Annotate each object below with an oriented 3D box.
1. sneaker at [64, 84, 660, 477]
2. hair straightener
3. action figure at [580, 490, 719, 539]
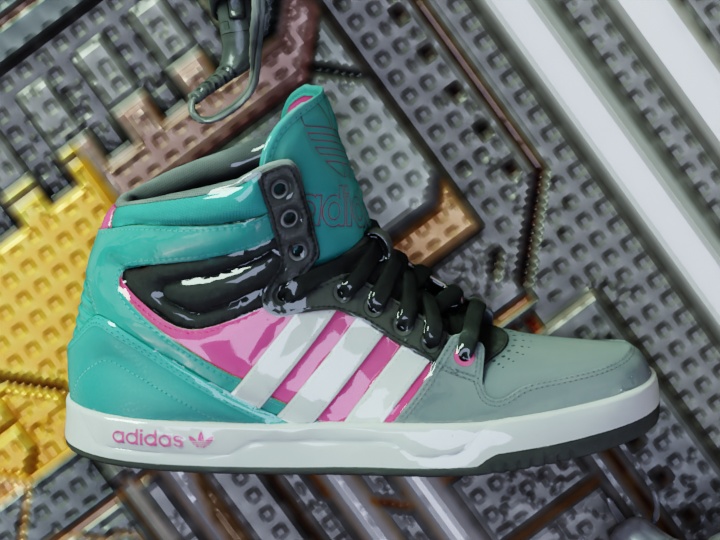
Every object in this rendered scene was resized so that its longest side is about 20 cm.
[{"bbox_3d":[0.000,0.000,0.987,0.199,0.084,0.121,-1,103,0],"label":"sneaker"},{"bbox_3d":[-0.054,-0.148,0.975,0.041,0.077,0.201,-2,94,-3],"label":"hair straightener"},{"bbox_3d":[0.142,0.158,1.007,0.130,0.069,0.200,-38,90,8],"label":"action figure"}]
